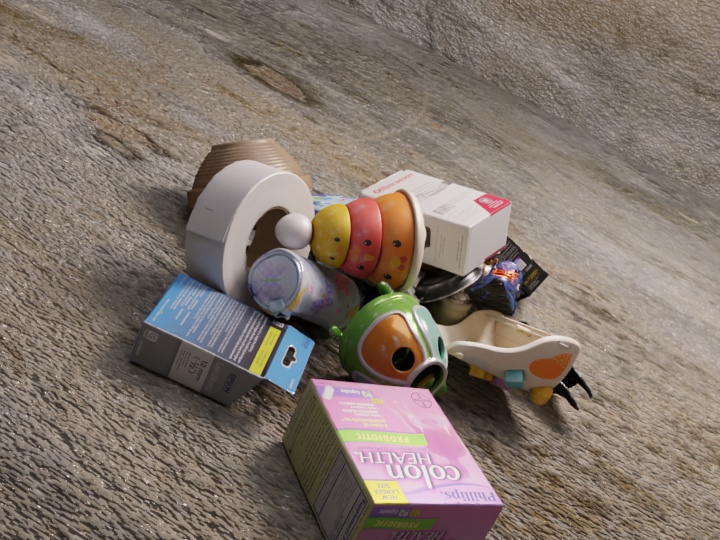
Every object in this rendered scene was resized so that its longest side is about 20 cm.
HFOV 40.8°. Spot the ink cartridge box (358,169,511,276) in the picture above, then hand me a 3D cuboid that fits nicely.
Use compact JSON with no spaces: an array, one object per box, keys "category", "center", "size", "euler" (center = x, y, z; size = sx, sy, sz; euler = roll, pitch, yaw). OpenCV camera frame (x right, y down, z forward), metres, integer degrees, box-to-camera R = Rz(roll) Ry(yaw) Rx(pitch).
[{"category":"ink cartridge box","center":[0.113,-0.079,1.511],"size":[0.198,0.084,0.145],"euler":[20,30,29]}]

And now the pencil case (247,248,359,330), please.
[{"category":"pencil case","center":[-0.073,0.030,1.333],"size":[0.200,0.083,0.091],"euler":[22,42,-64]}]

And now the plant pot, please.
[{"category":"plant pot","center":[-0.180,-0.159,1.539],"size":[0.198,0.094,0.201],"euler":[-7,6,1]}]

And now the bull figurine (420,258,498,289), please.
[{"category":"bull figurine","center":[0.133,-0.022,1.604],"size":[0.198,0.066,0.121],"euler":[17,6,-16]}]

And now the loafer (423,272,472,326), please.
[{"category":"loafer","center":[0.133,0.054,1.576],"size":[0.075,0.069,0.200],"euler":[17,10,-4]}]

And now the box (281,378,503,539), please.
[{"category":"box","center":[0.031,0.228,1.102],"size":[0.174,0.097,0.201],"euler":[10,30,-31]}]

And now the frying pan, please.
[{"category":"frying pan","center":[0.164,-0.001,1.497],"size":[0.189,0.031,0.115],"euler":[-28,13,-10]}]

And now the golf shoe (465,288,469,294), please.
[{"category":"golf shoe","center":[0.159,0.002,1.713],"size":[0.092,0.073,0.200],"euler":[-36,65,-27]}]

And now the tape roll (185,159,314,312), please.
[{"category":"tape roll","center":[-0.149,-0.046,1.325],"size":[0.070,0.205,0.202],"euler":[20,20,29]}]

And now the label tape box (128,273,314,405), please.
[{"category":"label tape box","center":[-0.168,0.097,1.208],"size":[0.198,0.067,0.144],"euler":[27,25,-3]}]

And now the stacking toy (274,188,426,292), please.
[{"category":"stacking toy","center":[-0.022,-0.044,1.328],"size":[0.198,0.147,0.147],"euler":[2,32,-19]}]

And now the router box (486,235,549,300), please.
[{"category":"router box","center":[0.248,-0.021,1.706],"size":[0.157,0.052,0.200],"euler":[44,-1,6]}]

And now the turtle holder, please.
[{"category":"turtle holder","center":[0.050,0.121,1.308],"size":[0.140,0.187,0.132],"euler":[-30,52,-23]}]

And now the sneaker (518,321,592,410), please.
[{"category":"sneaker","center":[0.286,0.147,1.523],"size":[0.105,0.060,0.200],"euler":[57,-9,-12]}]

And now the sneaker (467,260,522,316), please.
[{"category":"sneaker","center":[0.214,0.020,1.493],"size":[0.075,0.079,0.200],"euler":[21,-1,9]}]

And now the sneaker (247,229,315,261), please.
[{"category":"sneaker","center":[-0.165,-0.028,1.455],"size":[0.198,0.067,0.091],"euler":[25,28,7]}]

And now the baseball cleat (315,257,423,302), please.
[{"category":"baseball cleat","center":[0.000,0.000,1.452],"size":[0.201,0.106,0.070],"euler":[52,-5,9]}]

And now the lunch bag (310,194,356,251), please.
[{"category":"lunch bag","center":[-0.063,-0.079,1.579],"size":[0.160,0.084,0.199],"euler":[9,10,39]}]

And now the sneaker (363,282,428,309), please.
[{"category":"sneaker","center":[0.036,0.033,1.526],"size":[0.200,0.060,0.104],"euler":[44,26,28]}]

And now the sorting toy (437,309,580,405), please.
[{"category":"sorting toy","center":[0.179,0.114,1.402],"size":[0.178,0.108,0.200],"euler":[16,2,-26]}]
